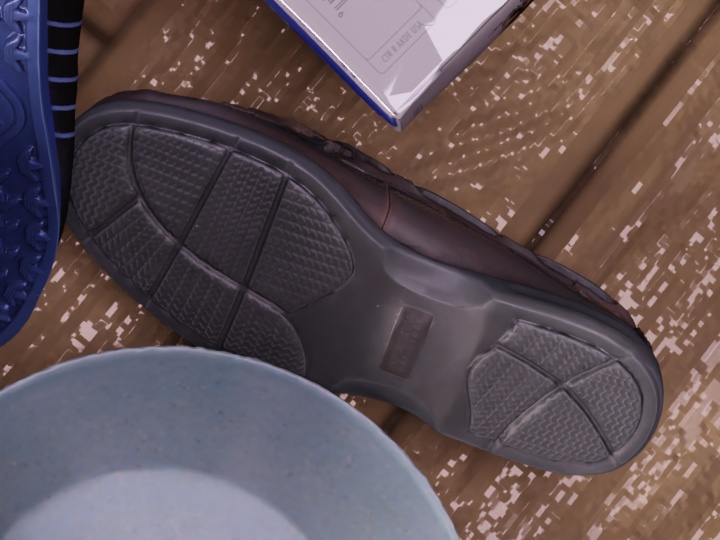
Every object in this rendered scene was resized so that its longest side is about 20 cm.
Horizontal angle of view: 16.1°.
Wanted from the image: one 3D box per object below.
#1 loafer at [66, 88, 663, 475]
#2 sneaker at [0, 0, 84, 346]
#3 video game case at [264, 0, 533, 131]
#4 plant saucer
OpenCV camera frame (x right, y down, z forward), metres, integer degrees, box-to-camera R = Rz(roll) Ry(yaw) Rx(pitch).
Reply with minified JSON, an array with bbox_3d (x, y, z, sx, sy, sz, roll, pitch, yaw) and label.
[{"bbox_3d":[0.000,0.000,0.785,0.200,0.063,0.072,27,115,-7],"label":"loafer"},{"bbox_3d":[-0.106,-0.065,0.719,0.070,0.200,0.078,15,43,0],"label":"sneaker"},{"bbox_3d":[0.004,-0.173,0.722,0.181,0.045,0.200,-45,87,0],"label":"video game case"},{"bbox_3d":[-0.062,0.123,0.771,0.200,0.039,0.202,0,88,-13],"label":"plant saucer"}]
